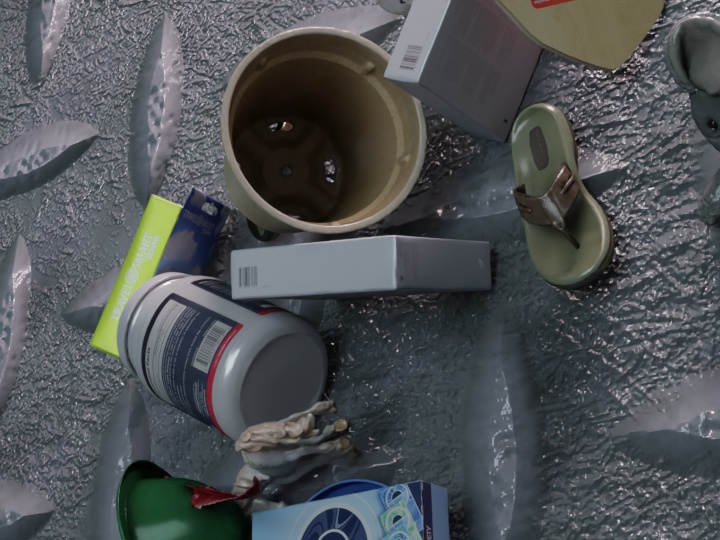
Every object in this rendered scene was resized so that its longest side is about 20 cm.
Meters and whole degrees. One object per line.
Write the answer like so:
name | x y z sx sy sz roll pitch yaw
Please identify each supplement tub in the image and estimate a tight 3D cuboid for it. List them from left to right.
supplement tub | -0.144 0.087 1.381 0.200 0.140 0.140 21 87 43

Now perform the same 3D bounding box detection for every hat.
hat | -0.120 0.231 1.295 0.176 0.166 0.200 -30 25 15

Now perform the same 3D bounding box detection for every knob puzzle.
knob puzzle | 0.199 -0.278 1.241 0.030 0.219 0.220 160 125 -70

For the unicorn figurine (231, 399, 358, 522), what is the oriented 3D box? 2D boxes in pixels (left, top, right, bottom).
unicorn figurine | -0.073 0.186 1.301 0.137 0.200 0.074 -21 50 0

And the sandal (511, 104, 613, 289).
sandal | 0.170 -0.070 1.229 0.080 0.057 0.201 -32 55 26

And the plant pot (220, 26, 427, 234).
plant pot | -0.056 -0.117 1.344 0.183 0.200 0.201 146 136 -71

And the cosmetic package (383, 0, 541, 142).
cosmetic package | 0.118 -0.244 1.289 0.052 0.151 0.200 18 84 45

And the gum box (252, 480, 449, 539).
gum box | -0.011 0.289 1.201 0.200 0.045 0.170 -18 62 34

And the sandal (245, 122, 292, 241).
sandal | -0.100 -0.132 1.492 0.080 0.057 0.201 161 104 -68

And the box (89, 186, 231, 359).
box | -0.219 0.005 1.486 0.048 0.122 0.200 22 87 18

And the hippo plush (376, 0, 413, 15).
hippo plush | 0.058 -0.345 1.374 0.200 0.159 0.161 27 90 42

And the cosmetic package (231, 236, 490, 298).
cosmetic package | 0.000 0.000 1.278 0.200 0.151 0.052 -4 84 38

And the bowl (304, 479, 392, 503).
bowl | -0.001 0.296 1.247 0.200 0.039 0.201 -16 63 34

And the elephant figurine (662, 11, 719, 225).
elephant figurine | 0.323 -0.166 1.115 0.200 0.141 0.155 -39 21 41
